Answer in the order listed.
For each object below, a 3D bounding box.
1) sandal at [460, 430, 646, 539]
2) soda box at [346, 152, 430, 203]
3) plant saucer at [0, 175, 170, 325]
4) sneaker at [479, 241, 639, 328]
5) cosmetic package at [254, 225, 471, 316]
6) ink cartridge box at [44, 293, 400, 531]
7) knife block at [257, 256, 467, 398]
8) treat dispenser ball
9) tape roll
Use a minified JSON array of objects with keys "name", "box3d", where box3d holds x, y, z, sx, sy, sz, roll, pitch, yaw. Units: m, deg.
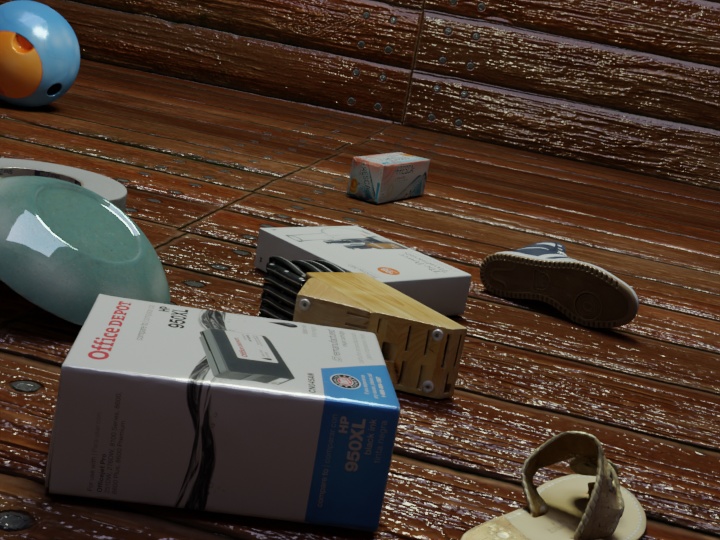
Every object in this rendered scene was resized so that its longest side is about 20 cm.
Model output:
[{"name":"sandal","box3d":[0.133,0.138,0.632,0.077,0.070,0.211,20,17,33]},{"name":"soda box","box3d":[0.051,-0.163,1.746,0.063,0.069,0.200,17,16,24]},{"name":"plant saucer","box3d":[-0.246,-0.028,0.884,0.200,0.039,0.201,33,21,-14]},{"name":"sneaker","box3d":[0.254,0.012,1.215,0.199,0.071,0.108,17,17,33]},{"name":"cosmetic package","box3d":[0.000,0.000,1.116,0.150,0.052,0.199,-6,22,-42]},{"name":"ink cartridge box","box3d":[-0.085,0.086,0.642,0.198,0.085,0.145,8,14,-8]},{"name":"knife block","box3d":[-0.002,0.040,0.923,0.198,0.065,0.176,12,15,6]},{"name":"treat dispenser ball","box3d":[-0.648,-0.420,1.953,0.199,0.203,0.201,10,14,-3]},{"name":"tape roll","box3d":[-0.354,-0.068,1.080,0.198,0.067,0.200,9,15,-2]}]
